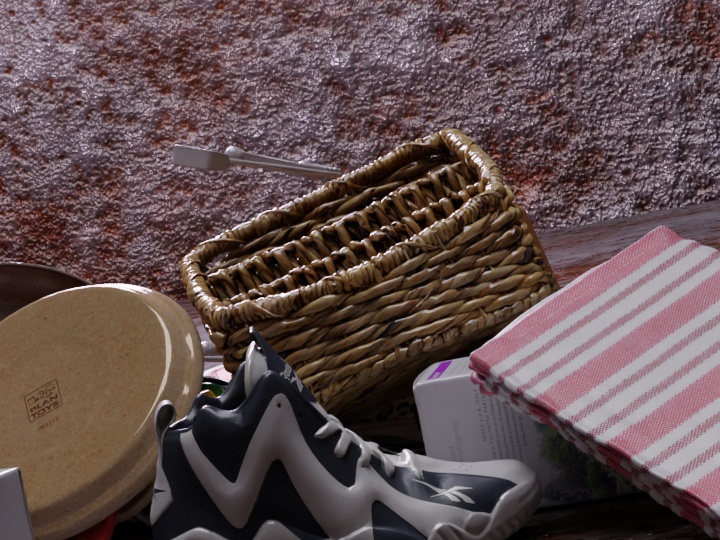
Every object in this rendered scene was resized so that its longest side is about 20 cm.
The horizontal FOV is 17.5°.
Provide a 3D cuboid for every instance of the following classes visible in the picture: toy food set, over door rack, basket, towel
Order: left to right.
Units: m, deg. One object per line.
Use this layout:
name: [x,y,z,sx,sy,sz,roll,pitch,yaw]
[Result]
toy food set: [-0.177,0.092,1.385,0.200,0.049,0.198,-39,42,-7]
over door rack: [-0.085,-0.008,1.566,0.066,0.148,0.200,9,3,26]
basket: [0.000,0.000,1.392,0.200,0.149,0.143,-24,-11,-3]
towel: [0.166,0.053,1.174,0.146,0.030,0.200,-33,40,-23]

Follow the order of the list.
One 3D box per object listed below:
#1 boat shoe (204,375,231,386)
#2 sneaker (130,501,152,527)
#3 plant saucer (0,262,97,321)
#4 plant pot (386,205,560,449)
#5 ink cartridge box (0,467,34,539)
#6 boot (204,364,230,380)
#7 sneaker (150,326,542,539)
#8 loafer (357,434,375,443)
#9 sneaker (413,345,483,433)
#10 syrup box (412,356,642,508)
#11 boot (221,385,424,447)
boat shoe: [-0.075,0.099,1.619,0.074,0.066,0.199,-12,4,-19]
sneaker: [-0.170,0.129,1.432,0.200,0.071,0.112,-10,0,-13]
plant saucer: [-0.223,0.086,1.541,0.200,0.200,0.032,-13,-28,-26]
plant pot: [0.059,0.035,1.638,0.200,0.140,0.200,-12,3,1]
ink cartridge box: [-0.279,0.161,1.169,0.200,0.088,0.145,-7,4,23]
boot: [-0.017,0.071,1.789,0.200,0.073,0.144,-24,6,-39]
sneaker: [-0.013,0.086,1.173,0.199,0.130,0.079,-11,5,-3]
loafer: [-0.032,0.112,1.299,0.076,0.068,0.200,-10,4,14]
sneaker: [0.131,0.083,1.386,0.199,0.080,0.096,-5,-11,-1]
syrup box: [0.134,0.077,1.266,0.200,0.079,0.081,-10,5,11]
boot: [-0.009,0.036,1.499,0.200,0.151,0.073,3,0,-11]
